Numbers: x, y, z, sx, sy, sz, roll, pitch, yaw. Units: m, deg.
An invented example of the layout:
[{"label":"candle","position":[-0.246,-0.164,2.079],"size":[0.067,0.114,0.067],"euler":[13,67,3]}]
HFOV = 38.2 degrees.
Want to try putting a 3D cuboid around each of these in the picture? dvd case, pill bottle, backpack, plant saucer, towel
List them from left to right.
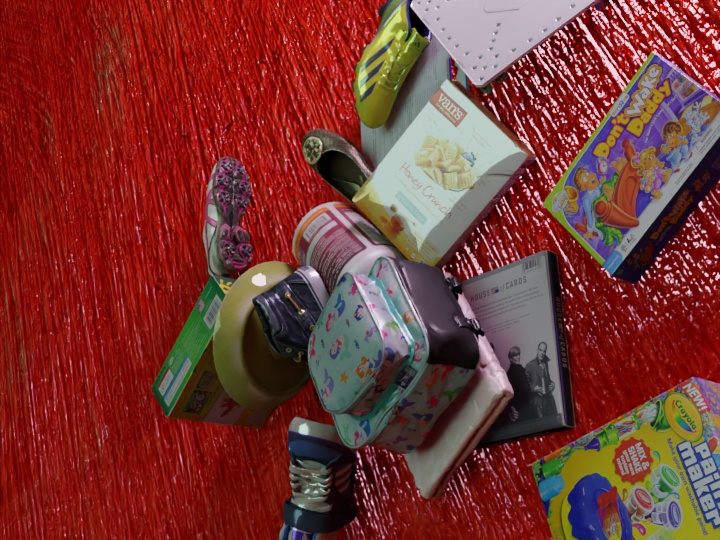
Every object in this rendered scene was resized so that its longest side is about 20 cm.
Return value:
[{"label":"plant saucer","position":[-0.110,0.089,1.381],"size":[0.031,0.200,0.200],"euler":[6,82,41]},{"label":"pill bottle","position":[0.000,0.000,1.347],"size":[0.200,0.109,0.110],"euler":[46,113,47]},{"label":"backpack","position":[0.027,0.105,1.178],"size":[0.200,0.150,0.178],"euler":[-65,32,33]},{"label":"towel","position":[0.094,0.135,1.222],"size":[0.191,0.032,0.200],"euler":[-61,34,31]},{"label":"dvd case","position":[0.169,0.092,1.183],"size":[0.150,0.025,0.200],"euler":[-23,61,44]}]

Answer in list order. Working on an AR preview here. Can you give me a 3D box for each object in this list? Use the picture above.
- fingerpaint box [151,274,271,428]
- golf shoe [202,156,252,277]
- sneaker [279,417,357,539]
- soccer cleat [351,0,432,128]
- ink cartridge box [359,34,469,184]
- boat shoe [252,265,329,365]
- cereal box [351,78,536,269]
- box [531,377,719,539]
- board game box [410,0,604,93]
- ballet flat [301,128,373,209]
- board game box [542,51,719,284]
[{"label":"fingerpaint box","position":[-0.174,0.118,1.469],"size":[0.073,0.167,0.200],"euler":[48,116,44]},{"label":"golf shoe","position":[-0.225,-0.086,1.672],"size":[0.092,0.073,0.200],"euler":[-23,61,46]},{"label":"sneaker","position":[-0.056,0.273,1.262],"size":[0.080,0.200,0.147],"euler":[11,67,14]},{"label":"soccer cleat","position":[0.048,-0.282,1.359],"size":[0.084,0.065,0.201],"euler":[18,91,43]},{"label":"ink cartridge box","position":[0.079,-0.226,1.383],"size":[0.200,0.043,0.197],"euler":[-21,62,41]},{"label":"boat shoe","position":[-0.061,0.101,1.334],"size":[0.201,0.091,0.071],"euler":[62,162,-5]},{"label":"cereal box","position":[0.099,-0.112,1.274],"size":[0.144,0.040,0.200],"euler":[46,114,18]},{"label":"box","position":[0.285,0.232,0.923],"size":[0.193,0.122,0.200],"euler":[-38,51,34]},{"label":"board game box","position":[0.182,-0.326,1.249],"size":[0.200,0.026,0.200],"euler":[-36,48,8]},{"label":"ballet flat","position":[-0.009,-0.116,1.378],"size":[0.200,0.046,0.067],"euler":[44,130,16]},{"label":"board game box","position":[0.295,-0.106,1.083],"size":[0.200,0.045,0.135],"euler":[-57,42,21]}]
